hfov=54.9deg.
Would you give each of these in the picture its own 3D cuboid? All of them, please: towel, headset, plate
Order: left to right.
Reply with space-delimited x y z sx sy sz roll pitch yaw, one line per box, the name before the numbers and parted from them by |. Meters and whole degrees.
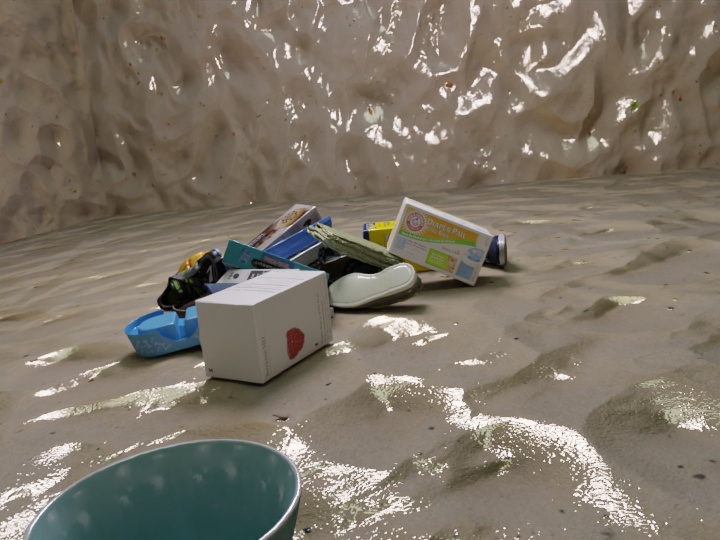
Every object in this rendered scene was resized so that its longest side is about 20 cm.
plate | -0.178 0.000 1.556 0.198 0.033 0.198 -33 8 -33
towel | -0.010 -0.048 1.455 0.196 0.037 0.148 18 8 -21
headset | 0.000 0.000 1.470 0.195 0.097 0.123 2 8 -21

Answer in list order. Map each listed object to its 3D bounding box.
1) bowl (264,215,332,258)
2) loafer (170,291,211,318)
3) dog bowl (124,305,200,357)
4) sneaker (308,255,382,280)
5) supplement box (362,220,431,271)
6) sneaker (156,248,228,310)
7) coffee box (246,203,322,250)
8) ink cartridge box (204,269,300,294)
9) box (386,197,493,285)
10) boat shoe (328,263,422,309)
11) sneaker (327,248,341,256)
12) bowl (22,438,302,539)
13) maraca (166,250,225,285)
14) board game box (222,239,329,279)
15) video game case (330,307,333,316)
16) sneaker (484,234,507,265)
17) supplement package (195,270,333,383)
bowl | -0.150 -0.064 1.611 0.197 0.040 0.201 -29 5 3
loafer | -0.285 0.062 1.384 0.195 0.073 0.073 -9 12 -11
dog bowl | -0.315 0.100 1.231 0.195 0.051 0.112 -15 18 -8
sneaker | -0.047 -0.009 1.592 0.195 0.069 0.090 -9 16 5
supplement box | 0.106 -0.060 1.651 0.194 0.113 0.109 -5 12 2
sneaker | -0.337 0.028 1.394 0.198 0.072 0.082 -35 -5 30
coffee box | -0.194 -0.077 1.769 0.199 0.081 0.112 -41 26 -19
ink cartridge box | -0.181 0.042 1.270 0.195 0.100 0.040 0 50 25
box | 0.164 -0.064 1.458 0.196 0.115 0.101 20 12 -2
boat shoe | 0.025 0.041 1.350 0.197 0.074 0.060 -14 -33 24
sneaker | -0.106 -0.045 1.801 0.197 0.082 0.074 -2 30 46
bowl | -0.134 0.217 0.510 0.195 0.108 0.201 -6 13 1
maraca | -0.360 0.024 1.521 0.196 0.108 0.139 -16 38 28
board game box | -0.160 0.007 1.339 0.195 0.048 0.151 19 -9 -1
video game case | -0.166 0.096 1.299 0.141 0.019 0.198 6 17 43
sneaker | 0.275 -0.049 1.606 0.105 0.072 0.200 -1 5 0
supplement package | -0.146 0.082 1.097 0.117 0.125 0.199 1 15 30
